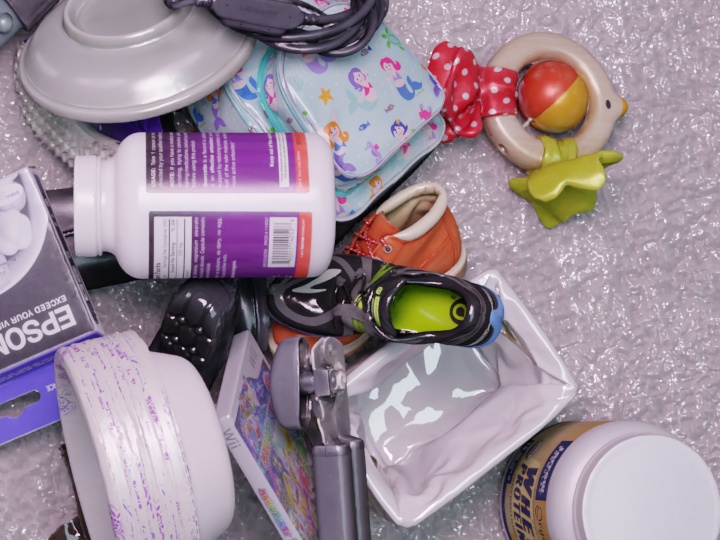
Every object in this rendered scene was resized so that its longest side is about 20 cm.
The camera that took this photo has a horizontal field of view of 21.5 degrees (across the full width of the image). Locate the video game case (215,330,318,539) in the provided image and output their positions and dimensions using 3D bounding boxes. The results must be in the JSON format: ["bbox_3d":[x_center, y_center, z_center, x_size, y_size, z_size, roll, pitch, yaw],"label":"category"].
[{"bbox_3d":[-0.059,0.164,1.554,0.018,0.144,0.201,-23,113,14],"label":"video game case"}]

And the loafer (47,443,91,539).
[{"bbox_3d":[-0.224,0.232,1.573,0.071,0.073,0.202,1,76,-10],"label":"loafer"}]

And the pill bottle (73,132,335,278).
[{"bbox_3d":[-0.121,-0.050,1.467,0.198,0.112,0.114,0,85,-6],"label":"pill bottle"}]

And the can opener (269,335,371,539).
[{"bbox_3d":[-0.032,0.152,1.518,0.066,0.053,0.202,-4,91,25],"label":"can opener"}]

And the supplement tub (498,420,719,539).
[{"bbox_3d":[0.210,0.200,1.609,0.143,0.200,0.146,1,85,-13],"label":"supplement tub"}]

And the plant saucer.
[{"bbox_3d":[-0.183,-0.197,1.530,0.199,0.200,0.051,-23,132,-14],"label":"plant saucer"}]

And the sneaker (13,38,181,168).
[{"bbox_3d":[-0.206,-0.128,1.593,0.099,0.070,0.200,-31,67,-36],"label":"sneaker"}]

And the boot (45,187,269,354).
[{"bbox_3d":[-0.184,0.002,1.595,0.198,0.066,0.167,-6,77,-19],"label":"boot"}]

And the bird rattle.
[{"bbox_3d":[0.150,-0.141,1.696,0.200,0.113,0.163,42,66,6],"label":"bird rattle"}]

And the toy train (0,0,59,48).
[{"bbox_3d":[-0.331,-0.211,1.549,0.200,0.085,0.114,-46,53,-12],"label":"toy train"}]

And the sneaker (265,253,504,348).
[{"bbox_3d":[0.016,0.022,1.527,0.198,0.083,0.072,7,84,19],"label":"sneaker"}]

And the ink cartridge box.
[{"bbox_3d":[-0.315,0.045,1.544,0.197,0.043,0.202,-23,92,6],"label":"ink cartridge box"}]

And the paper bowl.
[{"bbox_3d":[-0.164,0.145,1.462,0.103,0.201,0.203,-15,89,-16],"label":"paper bowl"}]

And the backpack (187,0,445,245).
[{"bbox_3d":[-0.041,-0.142,1.601,0.200,0.151,0.177,47,54,2],"label":"backpack"}]

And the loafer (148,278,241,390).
[{"bbox_3d":[-0.142,0.074,1.556,0.068,0.201,0.070,34,42,7],"label":"loafer"}]

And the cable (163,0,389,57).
[{"bbox_3d":[-0.072,-0.232,1.531,0.198,0.164,0.051,5,122,-22],"label":"cable"}]

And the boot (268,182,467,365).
[{"bbox_3d":[0.000,0.000,1.615,0.199,0.108,0.075,-34,55,-18],"label":"boot"}]

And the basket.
[{"bbox_3d":[0.061,0.110,1.620,0.199,0.123,0.136,-36,94,-14],"label":"basket"}]
